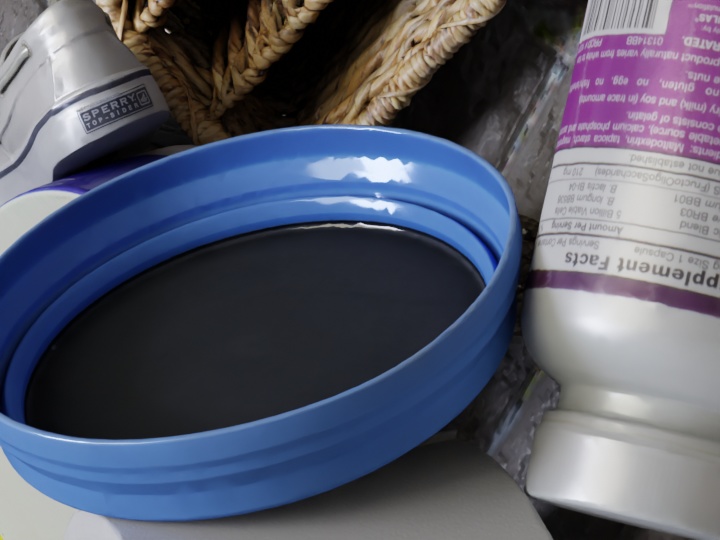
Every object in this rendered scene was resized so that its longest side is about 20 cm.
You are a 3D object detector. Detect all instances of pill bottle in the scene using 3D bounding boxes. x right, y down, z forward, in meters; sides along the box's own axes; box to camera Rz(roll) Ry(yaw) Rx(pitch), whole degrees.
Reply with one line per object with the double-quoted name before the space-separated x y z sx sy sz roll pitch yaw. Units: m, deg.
"pill bottle" 0.116 -0.013 0.793 0.112 0.112 0.202 5 81 53

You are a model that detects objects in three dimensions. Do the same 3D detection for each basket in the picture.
"basket" -0.026 -0.153 0.978 0.200 0.142 0.150 -43 28 31

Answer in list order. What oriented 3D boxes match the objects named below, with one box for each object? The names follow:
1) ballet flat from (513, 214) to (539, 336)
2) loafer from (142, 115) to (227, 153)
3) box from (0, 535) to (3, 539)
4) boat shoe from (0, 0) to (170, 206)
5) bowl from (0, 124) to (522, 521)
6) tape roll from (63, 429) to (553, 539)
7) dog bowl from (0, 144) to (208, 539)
"ballet flat" 0.000 0.000 0.970 0.199 0.046 0.068 1 73 43
"loafer" -0.101 -0.054 1.144 0.200 0.071 0.064 23 115 60
"box" -0.163 0.150 1.103 0.117 0.048 0.201 -32 30 44
"boat shoe" -0.133 -0.071 1.014 0.066 0.072 0.200 65 167 0
"bowl" -0.039 0.015 0.814 0.200 0.200 0.040 34 145 52
"tape roll" -0.014 0.168 0.804 0.203 0.138 0.204 170 90 -71
"dog bowl" -0.083 0.054 0.985 0.199 0.079 0.202 18 117 41
